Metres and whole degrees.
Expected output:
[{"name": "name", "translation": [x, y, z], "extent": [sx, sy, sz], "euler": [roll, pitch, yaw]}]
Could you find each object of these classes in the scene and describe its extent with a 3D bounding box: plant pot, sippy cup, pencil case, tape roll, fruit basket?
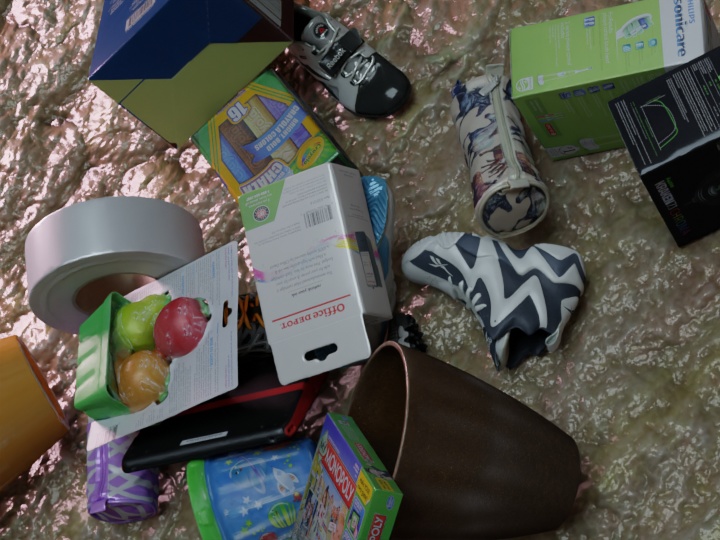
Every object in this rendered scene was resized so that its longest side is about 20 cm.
[{"name": "plant pot", "translation": [-0.434, 0.170, 1.792], "extent": [0.182, 0.201, 0.201], "euler": [-30, 58, -7]}, {"name": "sippy cup", "translation": [-0.093, 0.235, 1.635], "extent": [0.129, 0.140, 0.179], "euler": [-20, 84, 5]}, {"name": "pencil case", "translation": [0.143, -0.122, 1.657], "extent": [0.077, 0.090, 0.201], "euler": [-8, 43, -1]}, {"name": "tape roll", "translation": [-0.269, -0.001, 1.769], "extent": [0.201, 0.202, 0.071], "euler": [-20, 61, 16]}, {"name": "fruit basket", "translation": [-0.202, 0.082, 1.674], "extent": [0.198, 0.094, 0.187], "euler": [-21, 49, 21]}, {"name": "plant pot", "translation": [0.100, 0.180, 1.515], "extent": [0.198, 0.187, 0.189], "euler": [14, 70, -16]}, {"name": "pencil case", "translation": [-0.264, 0.176, 1.760], "extent": [0.083, 0.085, 0.202], "euler": [-16, 64, 17]}]

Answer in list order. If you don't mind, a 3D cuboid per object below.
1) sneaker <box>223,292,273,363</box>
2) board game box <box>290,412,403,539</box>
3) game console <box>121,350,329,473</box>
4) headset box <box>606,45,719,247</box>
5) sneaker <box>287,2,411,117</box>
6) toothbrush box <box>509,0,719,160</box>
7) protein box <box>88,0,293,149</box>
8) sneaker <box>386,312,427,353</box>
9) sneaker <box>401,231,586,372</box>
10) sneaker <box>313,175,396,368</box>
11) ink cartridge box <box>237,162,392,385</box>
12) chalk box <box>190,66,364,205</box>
[{"name": "sneaker", "translation": [-0.112, 0.056, 1.743], "extent": [0.198, 0.077, 0.079], "euler": [-21, 60, 15]}, {"name": "board game box", "translation": [-0.016, 0.226, 1.461], "extent": [0.200, 0.029, 0.136], "euler": [-134, 58, -71]}, {"name": "game console", "translation": [-0.138, 0.148, 1.682], "extent": [0.198, 0.031, 0.177], "euler": [-14, 23, 20]}, {"name": "headset box", "translation": [0.362, -0.133, 1.542], "extent": [0.199, 0.174, 0.093], "euler": [-26, 59, 12]}, {"name": "sneaker", "translation": [-0.029, -0.244, 1.826], "extent": [0.199, 0.089, 0.074], "euler": [36, 85, 31]}, {"name": "toothbrush box", "translation": [0.266, -0.195, 1.630], "extent": [0.198, 0.146, 0.087], "euler": [-9, 65, 23]}, {"name": "protein box", "translation": [-0.188, -0.289, 1.821], "extent": [0.198, 0.135, 0.201], "euler": [-39, 29, 25]}, {"name": "sneaker", "translation": [0.028, 0.141, 1.647], "extent": [0.090, 0.066, 0.202], "euler": [-11, 67, 18]}, {"name": "sneaker", "translation": [0.125, 0.038, 1.636], "extent": [0.197, 0.080, 0.131], "euler": [8, 63, 17]}, {"name": "sneaker", "translation": [0.000, 0.000, 1.679], "extent": [0.076, 0.081, 0.202], "euler": [15, 99, 29]}, {"name": "ink cartridge box", "translation": [-0.042, 0.006, 1.615], "extent": [0.116, 0.067, 0.202], "euler": [-18, 76, 25]}, {"name": "chalk box", "translation": [-0.071, -0.098, 1.761], "extent": [0.124, 0.124, 0.200], "euler": [-40, 57, 4]}]
